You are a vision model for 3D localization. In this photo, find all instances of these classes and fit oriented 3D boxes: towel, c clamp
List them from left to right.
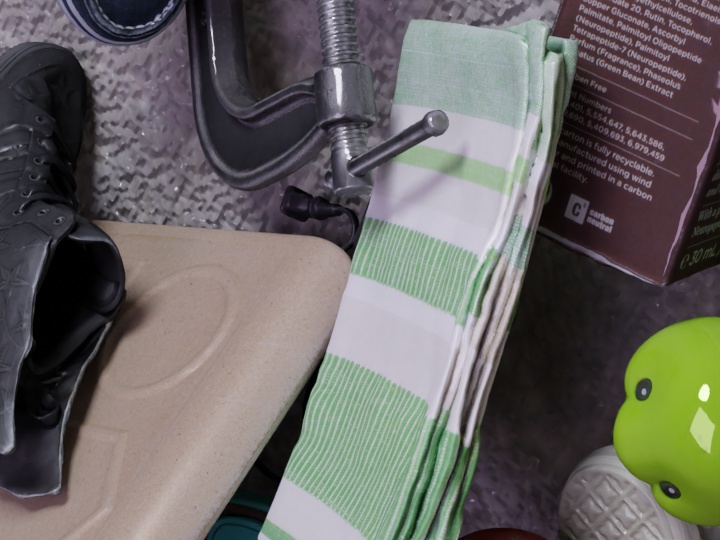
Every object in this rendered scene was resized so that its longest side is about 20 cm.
[{"bbox_3d":[-0.021,-0.114,0.897,0.171,0.027,0.201,-33,61,56],"label":"c clamp"},{"bbox_3d":[0.015,0.014,0.824,0.152,0.023,0.201,-160,85,-72],"label":"towel"}]

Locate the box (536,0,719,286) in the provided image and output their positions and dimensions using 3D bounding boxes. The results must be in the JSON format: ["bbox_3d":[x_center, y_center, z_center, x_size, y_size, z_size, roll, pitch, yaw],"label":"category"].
[{"bbox_3d":[0.123,-0.103,0.808,0.075,0.100,0.201,26,112,26],"label":"box"}]

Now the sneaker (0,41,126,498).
[{"bbox_3d":[-0.125,-0.007,0.948,0.104,0.201,0.060,1,143,34],"label":"sneaker"}]

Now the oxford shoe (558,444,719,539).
[{"bbox_3d":[0.114,0.148,0.884,0.075,0.058,0.201,9,116,37],"label":"oxford shoe"}]

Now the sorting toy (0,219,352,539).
[{"bbox_3d":[-0.113,0.058,0.945,0.199,0.186,0.037,9,145,42],"label":"sorting toy"}]

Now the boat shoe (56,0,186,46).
[{"bbox_3d":[-0.073,-0.150,0.865,0.091,0.070,0.201,-122,30,-46],"label":"boat shoe"}]

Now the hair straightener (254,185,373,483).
[{"bbox_3d":[0.000,0.000,0.947,0.077,0.041,0.201,45,124,31],"label":"hair straightener"}]

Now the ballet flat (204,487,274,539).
[{"bbox_3d":[-0.053,0.107,0.970,0.199,0.070,0.068,15,117,20],"label":"ballet flat"}]

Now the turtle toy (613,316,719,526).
[{"bbox_3d":[0.179,0.033,0.786,0.199,0.101,0.147,-16,89,28],"label":"turtle toy"}]

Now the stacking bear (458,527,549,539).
[{"bbox_3d":[0.083,0.173,0.811,0.200,0.121,0.114,49,129,21],"label":"stacking bear"}]
